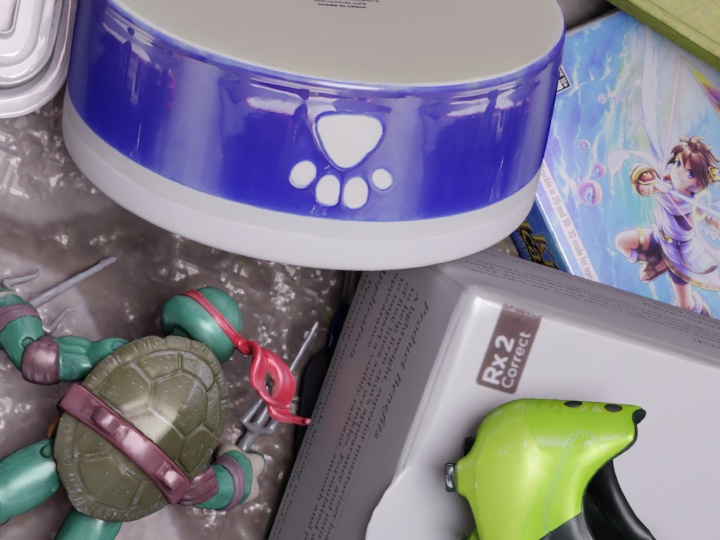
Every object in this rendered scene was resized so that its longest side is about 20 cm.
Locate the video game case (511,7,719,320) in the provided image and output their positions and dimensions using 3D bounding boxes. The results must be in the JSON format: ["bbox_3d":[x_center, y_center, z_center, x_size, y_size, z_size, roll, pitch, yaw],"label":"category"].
[{"bbox_3d":[0.162,-0.032,1.111,0.181,0.045,0.201,-26,93,-22],"label":"video game case"}]

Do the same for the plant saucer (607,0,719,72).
[{"bbox_3d":[0.196,-0.156,1.089,0.199,0.048,0.200,34,61,13],"label":"plant saucer"}]

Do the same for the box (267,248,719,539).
[{"bbox_3d":[0.079,0.108,0.984,0.199,0.131,0.200,17,100,-18],"label":"box"}]

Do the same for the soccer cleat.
[{"bbox_3d":[0.088,0.143,0.882,0.081,0.068,0.201,-6,108,20],"label":"soccer cleat"}]

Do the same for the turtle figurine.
[{"bbox_3d":[-0.106,0.065,0.974,0.150,0.101,0.200,43,77,-11],"label":"turtle figurine"}]

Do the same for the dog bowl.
[{"bbox_3d":[-0.019,-0.082,0.963,0.199,0.200,0.079,-1,120,-21],"label":"dog bowl"}]

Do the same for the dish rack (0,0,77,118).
[{"bbox_3d":[-0.190,-0.174,0.984,0.171,0.044,0.201,11,80,-10],"label":"dish rack"}]

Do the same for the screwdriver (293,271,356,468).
[{"bbox_3d":[0.000,0.000,1.053,0.029,0.028,0.201,12,81,11],"label":"screwdriver"}]
